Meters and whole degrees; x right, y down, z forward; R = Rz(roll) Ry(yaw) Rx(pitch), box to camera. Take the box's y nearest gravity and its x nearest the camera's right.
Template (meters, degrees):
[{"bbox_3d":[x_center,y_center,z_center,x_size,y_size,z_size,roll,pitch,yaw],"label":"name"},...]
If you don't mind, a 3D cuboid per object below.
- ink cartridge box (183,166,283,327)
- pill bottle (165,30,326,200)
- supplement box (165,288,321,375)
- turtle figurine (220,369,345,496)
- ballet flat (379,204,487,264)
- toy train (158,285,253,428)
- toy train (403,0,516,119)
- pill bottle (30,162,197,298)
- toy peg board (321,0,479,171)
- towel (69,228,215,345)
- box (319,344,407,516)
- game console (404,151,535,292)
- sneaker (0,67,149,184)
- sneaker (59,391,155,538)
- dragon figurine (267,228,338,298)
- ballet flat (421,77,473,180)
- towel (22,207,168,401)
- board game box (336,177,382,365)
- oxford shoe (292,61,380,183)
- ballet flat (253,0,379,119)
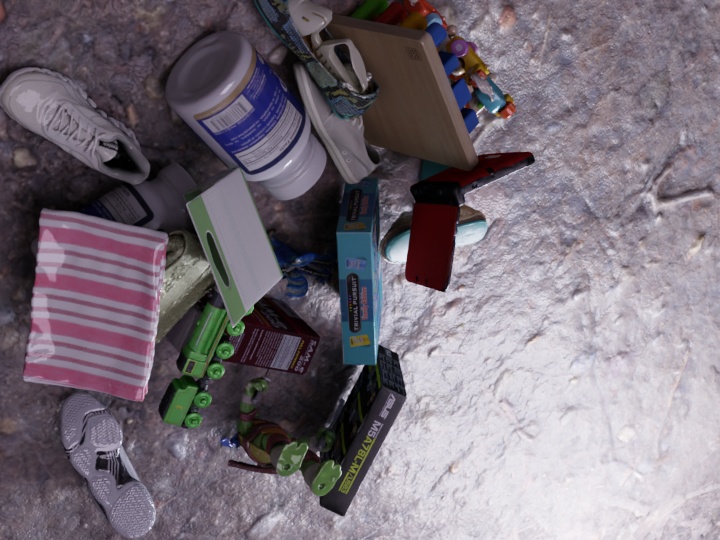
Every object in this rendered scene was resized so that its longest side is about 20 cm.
[{"bbox_3d":[-0.155,-0.026,1.445,0.048,0.200,0.147,-17,101,18],"label":"ink cartridge box"},{"bbox_3d":[-0.130,-0.178,1.539,0.120,0.120,0.200,-46,132,-4],"label":"pill bottle"},{"bbox_3d":[-0.162,0.072,1.665,0.199,0.109,0.061,14,107,-40],"label":"supplement box"},{"bbox_3d":[-0.090,0.203,1.733,0.199,0.194,0.145,-26,119,-16],"label":"turtle figurine"},{"bbox_3d":[0.089,-0.055,1.793,0.199,0.065,0.071,-10,129,-40],"label":"ballet flat"},{"bbox_3d":[-0.191,0.104,1.567,0.056,0.042,0.201,18,106,-27],"label":"toy train"},{"bbox_3d":[0.116,-0.264,1.631,0.056,0.201,0.150,-40,147,18],"label":"toy train"},{"bbox_3d":[-0.277,-0.037,1.519,0.199,0.116,0.116,-34,130,-14],"label":"pill bottle"},{"bbox_3d":[0.063,-0.247,1.596,0.098,0.198,0.201,-48,134,-23],"label":"toy peg board"},{"bbox_3d":[-0.241,0.034,1.510,0.200,0.037,0.148,-44,160,12],"label":"towel"},{"bbox_3d":[0.000,0.220,1.810,0.047,0.200,0.194,28,100,-8],"label":"box"},{"bbox_3d":[0.135,-0.066,1.637,0.171,0.200,0.120,-24,99,-10],"label":"game console"},{"bbox_3d":[-0.316,-0.160,1.447,0.199,0.081,0.075,31,97,-40],"label":"sneaker"},{"bbox_3d":[-0.337,0.252,1.672,0.075,0.115,0.201,-28,94,-19],"label":"sneaker"},{"bbox_3d":[-0.094,-0.003,1.651,0.200,0.099,0.059,-27,136,-65],"label":"dragon figurine"},{"bbox_3d":[0.130,-0.180,1.757,0.067,0.068,0.202,-15,125,-36],"label":"ballet flat"},{"bbox_3d":[-0.297,0.040,1.431,0.145,0.030,0.202,10,104,0],"label":"towel"},{"bbox_3d":[0.000,0.000,1.712,0.046,0.151,0.202,0,121,5],"label":"board game box"},{"bbox_3d":[-0.030,-0.192,1.624,0.057,0.076,0.200,-23,133,12],"label":"oxford shoe"},{"bbox_3d":[-0.046,-0.274,1.537,0.074,0.074,0.200,-42,109,-7],"label":"ballet flat"}]
